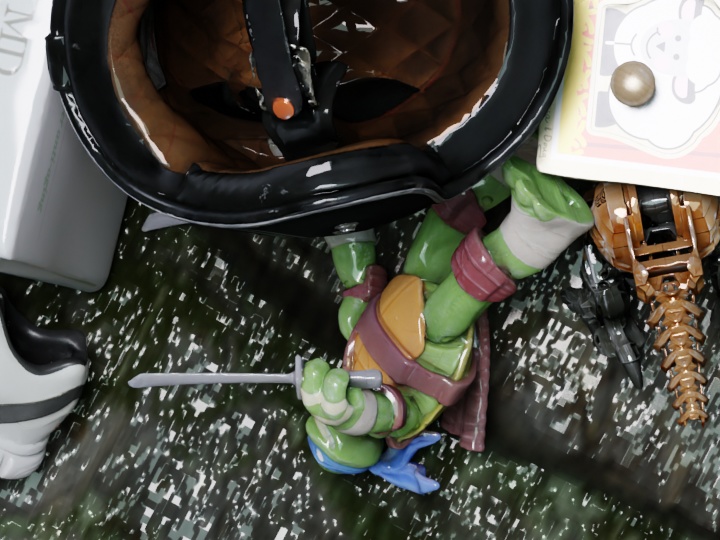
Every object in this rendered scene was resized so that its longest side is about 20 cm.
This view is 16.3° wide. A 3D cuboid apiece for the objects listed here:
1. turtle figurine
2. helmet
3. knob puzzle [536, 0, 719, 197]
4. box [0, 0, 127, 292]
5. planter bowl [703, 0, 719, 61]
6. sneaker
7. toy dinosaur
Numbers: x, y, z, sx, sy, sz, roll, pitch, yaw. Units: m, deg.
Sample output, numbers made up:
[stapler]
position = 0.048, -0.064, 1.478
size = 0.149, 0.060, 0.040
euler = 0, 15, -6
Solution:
[turtle figurine]
position = 0.000, 0.000, 1.157
size = 0.200, 0.144, 0.194
euler = 43, 112, 2
[helmet]
position = -0.017, -0.107, 1.066
size = 0.199, 0.190, 0.202
euler = 8, 107, 28
[knob puzzle]
position = 0.178, -0.122, 1.073
size = 0.218, 0.030, 0.222
euler = -1, 87, 12
[box]
position = -0.193, -0.108, 1.173
size = 0.170, 0.200, 0.201
euler = 13, 88, 6
[planter bowl]
position = 0.255, -0.127, 1.148
size = 0.198, 0.135, 0.202
euler = 0, 87, 8
[sneaker]
position = -0.216, 0.019, 1.197
size = 0.199, 0.074, 0.080
euler = 31, 116, -26
[toy dinosaur]
position = 0.131, -0.019, 1.151
size = 0.101, 0.136, 0.201
euler = 8, 58, 18
